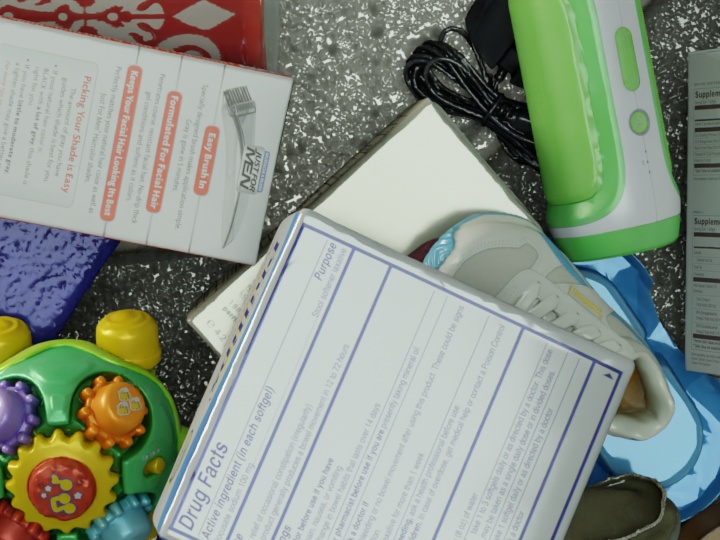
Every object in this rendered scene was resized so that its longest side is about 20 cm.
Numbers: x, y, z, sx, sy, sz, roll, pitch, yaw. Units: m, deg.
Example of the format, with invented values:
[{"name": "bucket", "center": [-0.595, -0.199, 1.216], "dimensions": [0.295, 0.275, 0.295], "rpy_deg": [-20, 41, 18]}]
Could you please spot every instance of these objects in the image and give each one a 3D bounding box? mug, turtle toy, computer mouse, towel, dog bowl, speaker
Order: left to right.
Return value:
[{"name": "towel", "center": [-0.242, -0.048, 1.184], "dimensions": [0.199, 0.050, 0.148], "rpy_deg": [35, 91, -11]}, {"name": "turtle toy", "center": [-0.192, 0.107, 1.147], "dimensions": [0.198, 0.101, 0.147], "rpy_deg": [-3, 112, -3]}, {"name": "mug", "center": [-0.152, -0.157, 1.211], "dimensions": [0.198, 0.134, 0.179], "rpy_deg": [1, 64, 2]}, {"name": "computer mouse", "center": [0.131, -0.170, 1.267], "dimensions": [0.138, 0.053, 0.201], "rpy_deg": [31, 91, -2]}, {"name": "speaker", "center": [0.140, -0.111, 1.206], "dimensions": [0.088, 0.088, 0.202], "rpy_deg": [-11, 95, -2]}, {"name": "dog bowl", "center": [0.160, 0.069, 1.278], "dimensions": [0.111, 0.050, 0.201], "rpy_deg": [-34, 93, -1]}]

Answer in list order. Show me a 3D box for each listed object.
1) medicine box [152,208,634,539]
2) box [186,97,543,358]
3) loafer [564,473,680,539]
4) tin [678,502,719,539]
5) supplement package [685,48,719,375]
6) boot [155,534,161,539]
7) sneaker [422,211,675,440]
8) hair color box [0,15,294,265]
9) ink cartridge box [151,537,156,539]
[{"name": "medicine box", "center": [0.015, 0.092, 1.054], "dimensions": [0.199, 0.103, 0.183], "rpy_deg": [25, 84, -4]}, {"name": "box", "center": [0.000, 0.000, 1.230], "dimensions": [0.200, 0.128, 0.109], "rpy_deg": [-42, 94, 0]}, {"name": "loafer", "center": [0.110, 0.157, 1.163], "dimensions": [0.199, 0.075, 0.070], "rpy_deg": [-19, 115, -35]}, {"name": "tin", "center": [0.228, 0.241, 1.270], "dimensions": [0.111, 0.042, 0.201], "rpy_deg": [15, 103, -20]}, {"name": "supplement package", "center": [0.300, -0.035, 1.208], "dimensions": [0.151, 0.150, 0.202], "rpy_deg": [-1, 92, -26]}, {"name": "boot", "center": [-0.029, 0.120, 1.135], "dimensions": [0.200, 0.144, 0.072], "rpy_deg": [-51, 50, 13]}, {"name": "sneaker", "center": [0.114, 0.033, 1.162], "dimensions": [0.199, 0.081, 0.077], "rpy_deg": [32, 102, -38]}, {"name": "hair color box", "center": [-0.147, -0.078, 1.137], "dimensions": [0.198, 0.064, 0.112], "rpy_deg": [11, 97, -8]}, {"name": "ink cartridge box", "center": [-0.131, 0.185, 1.258], "dimensions": [0.198, 0.075, 0.166], "rpy_deg": [14, 93, -4]}]
